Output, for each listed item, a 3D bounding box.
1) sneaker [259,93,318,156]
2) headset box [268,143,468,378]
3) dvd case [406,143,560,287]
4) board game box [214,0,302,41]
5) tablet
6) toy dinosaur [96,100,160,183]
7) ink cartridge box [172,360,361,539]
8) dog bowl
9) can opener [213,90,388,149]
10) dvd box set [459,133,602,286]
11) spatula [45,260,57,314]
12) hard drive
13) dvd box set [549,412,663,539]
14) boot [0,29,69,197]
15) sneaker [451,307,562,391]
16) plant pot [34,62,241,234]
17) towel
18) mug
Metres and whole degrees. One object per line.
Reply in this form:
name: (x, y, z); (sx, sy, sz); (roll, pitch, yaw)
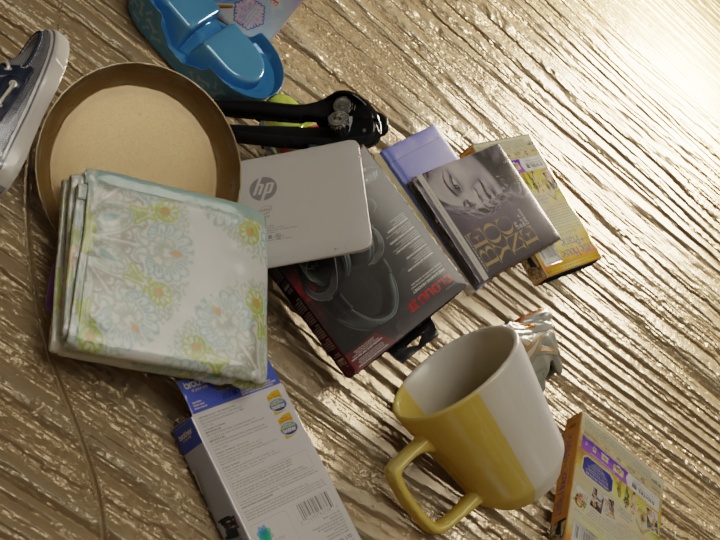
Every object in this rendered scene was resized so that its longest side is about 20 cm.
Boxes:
sneaker: (-0.035, -0.117, 1.314); (0.078, 0.090, 0.201); (-25, 79, -49)
headset box: (0.000, 0.000, 1.218); (0.148, 0.077, 0.201); (-36, 88, -12)
dvd case: (0.156, -0.073, 1.477); (0.199, 0.016, 0.149); (-25, 80, -48)
board game box: (-0.127, -0.382, 1.334); (0.199, 0.200, 0.041); (36, 25, -20)
tablet: (-0.092, -0.059, 1.170); (0.014, 0.198, 0.131); (75, 7, -59)
toy dinosaur: (-0.217, -0.124, 1.165); (0.100, 0.058, 0.202); (11, 52, -36)
ink cartridge box: (-0.090, 0.182, 1.081); (0.119, 0.042, 0.201); (-15, 75, -48)
dog bowl: (-0.173, -0.255, 1.312); (0.200, 0.050, 0.112); (47, 40, -4)
can opener: (-0.071, -0.150, 1.256); (0.198, 0.079, 0.064); (1, 65, 9)
dvd box set: (0.227, -0.083, 1.585); (0.146, 0.029, 0.201); (-17, 74, -48)
spatula: (-0.194, 0.027, 1.104); (0.199, 0.020, 0.057); (14, 80, -42)
hard drive: (0.112, -0.078, 1.475); (0.201, 0.025, 0.132); (55, 39, 3)
dvd box set: (0.281, 0.278, 1.360); (0.146, 0.029, 0.201); (39, 40, -17)
boot: (-0.329, -0.163, 1.076); (0.090, 0.073, 0.201); (34, 44, -29)
sneaker: (0.172, 0.107, 1.365); (0.199, 0.075, 0.093); (-17, 81, -46)
plant pot: (-0.207, -0.092, 1.121); (0.198, 0.027, 0.202); (1, 87, -29)
towel: (-0.174, 0.009, 1.063); (0.198, 0.048, 0.173); (13, 63, -27)
mug: (0.119, 0.172, 1.237); (0.154, 0.186, 0.150); (56, 7, -17)
